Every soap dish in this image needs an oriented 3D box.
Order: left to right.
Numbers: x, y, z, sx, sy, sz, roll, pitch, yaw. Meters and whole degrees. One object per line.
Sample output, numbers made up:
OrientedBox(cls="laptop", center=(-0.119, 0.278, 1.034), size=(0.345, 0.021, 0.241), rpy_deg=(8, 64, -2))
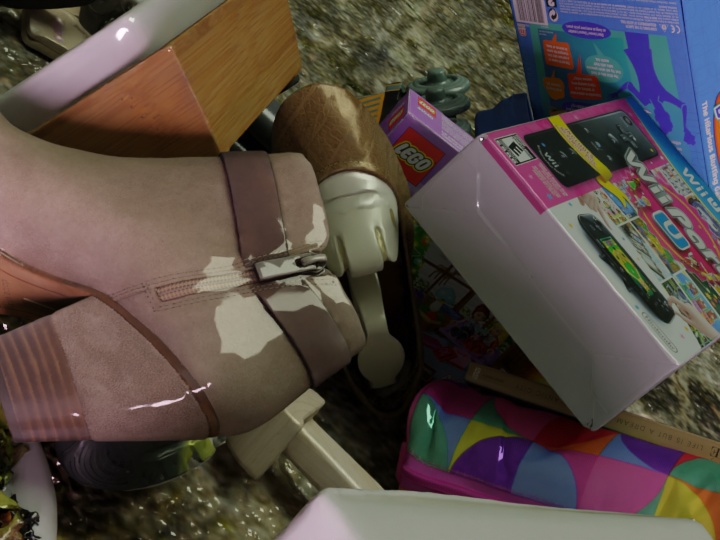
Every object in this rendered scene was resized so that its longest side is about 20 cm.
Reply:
OrientedBox(cls="soap dish", center=(-0.116, -0.079, 0.726), size=(0.081, 0.157, 0.200), rpy_deg=(56, 20, -12))

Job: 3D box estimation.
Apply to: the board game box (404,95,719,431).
OrientedBox(cls="board game box", center=(0.133, -0.012, 0.782), size=(0.148, 0.064, 0.200), rpy_deg=(52, 30, 11))

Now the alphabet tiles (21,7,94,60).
OrientedBox(cls="alphabet tiles", center=(-0.130, -0.126, 0.947), size=(0.200, 0.015, 0.196), rpy_deg=(29, 26, -30))

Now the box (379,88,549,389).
OrientedBox(cls="box", center=(0.061, 0.005, 0.871), size=(0.200, 0.137, 0.039), rpy_deg=(36, 25, -15))

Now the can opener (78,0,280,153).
OrientedBox(cls="can opener", center=(-0.088, -0.113, 0.905), size=(0.200, 0.053, 0.067), rpy_deg=(43, 24, -3))

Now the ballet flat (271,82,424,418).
OrientedBox(cls="ballet flat", center=(0.000, 0.000, 0.769), size=(0.072, 0.068, 0.200), rpy_deg=(-106, -175, -54))

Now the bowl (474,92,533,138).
OrientedBox(cls="bowl", center=(0.113, -0.019, 0.993), size=(0.201, 0.039, 0.201), rpy_deg=(-11, 90, -81))

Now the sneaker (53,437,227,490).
OrientedBox(cls="sneaker", center=(-0.094, 0.028, 0.681), size=(0.075, 0.085, 0.200), rpy_deg=(67, 33, -29))

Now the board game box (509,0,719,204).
OrientedBox(cls="board game box", center=(0.172, -0.087, 0.911), size=(0.045, 0.200, 0.152), rpy_deg=(-28, 27, -28))

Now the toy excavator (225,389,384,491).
OrientedBox(cls="toy excavator", center=(0.027, 0.147, 0.652), size=(0.194, 0.100, 0.200), rpy_deg=(36, 11, -20))

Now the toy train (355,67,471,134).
OrientedBox(cls="toy train", center=(0.021, -0.079, 0.992), size=(0.200, 0.114, 0.085), rpy_deg=(-82, 165, -67))

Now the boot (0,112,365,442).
OrientedBox(cls="boot", center=(-0.090, -0.021, 0.594), size=(0.146, 0.070, 0.200), rpy_deg=(-17, 71, -14))

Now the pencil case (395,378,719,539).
OrientedBox(cls="pencil case", center=(0.112, 0.116, 0.725), size=(0.200, 0.089, 0.088), rpy_deg=(15, 10, 28))

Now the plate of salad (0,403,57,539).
OrientedBox(cls="plate of salad", center=(-0.187, 0.047, 0.514), size=(0.200, 0.048, 0.200), rpy_deg=(35, 23, -18))

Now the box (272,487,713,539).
OrientedBox(cls="box", center=(0.029, 0.190, 0.420), size=(0.200, 0.199, 0.171), rpy_deg=(15, 35, -47))

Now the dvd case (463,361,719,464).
OrientedBox(cls="dvd case", center=(0.163, 0.111, 0.801), size=(0.200, 0.016, 0.149), rpy_deg=(17, -19, 23))

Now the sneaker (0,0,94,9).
OrientedBox(cls="sneaker", center=(-0.219, -0.153, 0.794), size=(0.200, 0.076, 0.116), rpy_deg=(9, 45, -37))
